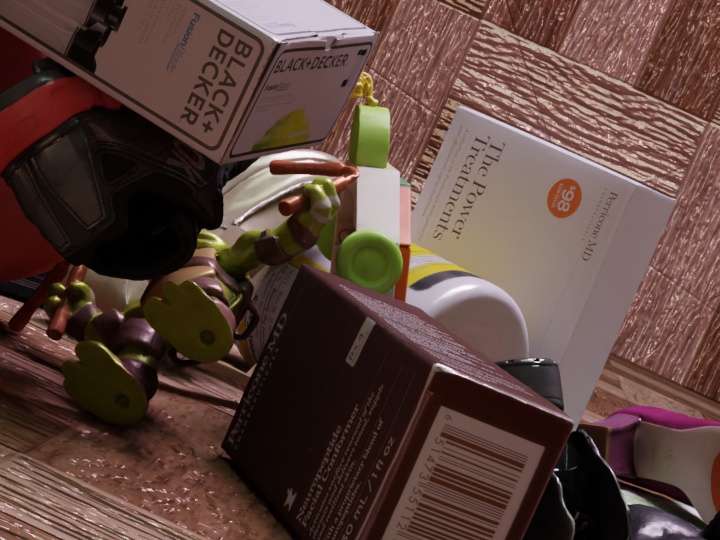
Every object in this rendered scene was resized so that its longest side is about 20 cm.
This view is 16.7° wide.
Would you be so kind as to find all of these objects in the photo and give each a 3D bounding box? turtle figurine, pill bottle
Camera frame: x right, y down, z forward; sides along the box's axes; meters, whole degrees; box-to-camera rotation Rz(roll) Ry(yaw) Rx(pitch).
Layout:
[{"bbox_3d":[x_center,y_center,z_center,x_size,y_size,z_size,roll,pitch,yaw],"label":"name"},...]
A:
[{"bbox_3d":[-0.091,0.019,1.163,0.161,0.199,0.065,-68,135,-69],"label":"turtle figurine"},{"bbox_3d":[-0.005,0.029,1.454,0.114,0.115,0.200,20,6,-45],"label":"pill bottle"}]

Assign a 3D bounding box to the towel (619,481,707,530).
[{"bbox_3d":[0.209,0.169,1.447,0.149,0.031,0.200,18,4,-2],"label":"towel"}]

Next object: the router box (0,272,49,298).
[{"bbox_3d":[-0.178,-0.063,1.370,0.200,0.150,0.062,21,4,-40],"label":"router box"}]

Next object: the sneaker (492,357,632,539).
[{"bbox_3d":[0.060,0.109,1.134,0.060,0.105,0.200,-3,-21,-25],"label":"sneaker"}]

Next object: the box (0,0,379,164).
[{"bbox_3d":[-0.104,-0.125,1.076,0.200,0.060,0.117,32,17,14],"label":"box"}]

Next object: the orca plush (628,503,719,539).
[{"bbox_3d":[0.171,0.147,1.241,0.105,0.071,0.200,24,4,-7],"label":"orca plush"}]

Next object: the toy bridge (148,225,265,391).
[{"bbox_3d":[-0.078,0.006,1.281,0.027,0.067,0.200,26,-30,37],"label":"toy bridge"}]

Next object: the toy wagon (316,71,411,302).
[{"bbox_3d":[0.000,0.000,1.253,0.039,0.201,0.155,6,6,-6],"label":"toy wagon"}]

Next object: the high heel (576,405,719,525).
[{"bbox_3d":[0.222,0.117,1.477,0.096,0.068,0.200,0,13,-46],"label":"high heel"}]

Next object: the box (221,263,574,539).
[{"bbox_3d":[0.011,0.072,1.074,0.075,0.100,0.200,23,4,-19],"label":"box"}]

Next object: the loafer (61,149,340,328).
[{"bbox_3d":[-0.077,-0.003,1.368,0.200,0.076,0.068,-27,59,-31],"label":"loafer"}]

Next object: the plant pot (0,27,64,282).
[{"bbox_3d":[-0.212,-0.077,1.176,0.200,0.201,0.177,25,16,8],"label":"plant pot"}]

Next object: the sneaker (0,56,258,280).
[{"bbox_3d":[-0.094,-0.042,1.111,0.098,0.071,0.200,59,24,11],"label":"sneaker"}]

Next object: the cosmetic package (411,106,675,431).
[{"bbox_3d":[0.085,0.019,1.495,0.151,0.201,0.052,26,5,38],"label":"cosmetic package"}]
